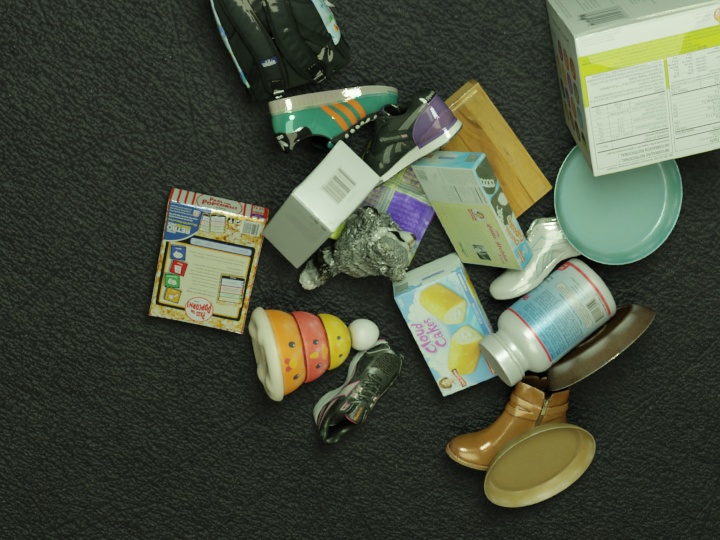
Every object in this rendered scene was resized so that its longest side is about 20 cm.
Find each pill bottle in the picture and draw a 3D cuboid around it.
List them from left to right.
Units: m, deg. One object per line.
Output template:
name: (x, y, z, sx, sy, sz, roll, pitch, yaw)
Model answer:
pill bottle: (0.280, 0.081, 1.712, 0.199, 0.109, 0.109, -37, 115, -6)

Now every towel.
towel: (0.050, -0.108, 1.690, 0.142, 0.023, 0.201, 23, 115, -13)

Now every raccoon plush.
raccoon plush: (0.000, 0.000, 1.658, 0.096, 0.134, 0.200, 36, 112, -20)

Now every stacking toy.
stacking toy: (-0.066, 0.110, 1.762, 0.198, 0.146, 0.148, -13, 119, -14)

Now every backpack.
backpack: (-0.124, -0.350, 1.503, 0.161, 0.155, 0.200, -20, 141, 16)

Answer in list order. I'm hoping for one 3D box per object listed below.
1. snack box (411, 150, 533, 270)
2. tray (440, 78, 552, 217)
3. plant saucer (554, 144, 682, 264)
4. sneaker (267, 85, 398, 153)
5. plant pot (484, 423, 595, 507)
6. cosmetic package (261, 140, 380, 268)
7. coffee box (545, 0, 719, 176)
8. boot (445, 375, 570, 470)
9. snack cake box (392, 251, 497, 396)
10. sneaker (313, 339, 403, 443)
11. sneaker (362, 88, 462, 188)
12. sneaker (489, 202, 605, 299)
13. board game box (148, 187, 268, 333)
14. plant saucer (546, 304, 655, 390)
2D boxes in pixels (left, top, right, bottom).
snack box: (0.163, -0.086, 1.640, 0.115, 0.037, 0.201, 9, 141, 43)
tray: (0.184, -0.166, 1.642, 0.098, 0.037, 0.200, -39, 112, 2)
plant saucer: (0.375, -0.110, 1.661, 0.197, 0.027, 0.203, -1, 97, -10)
sneaker: (-0.033, -0.209, 1.572, 0.198, 0.071, 0.081, -13, 97, -26)
plant pot: (0.290, 0.314, 1.853, 0.197, 0.028, 0.202, -12, 135, -13)
cosmetic package: (-0.059, -0.089, 1.583, 0.081, 0.200, 0.113, 43, 66, -5)
coffee box: (0.374, -0.270, 1.512, 0.197, 0.200, 0.200, -13, 118, 5)
boot: (0.244, 0.246, 1.841, 0.197, 0.077, 0.157, 3, 124, -9)
snack cake box: (0.140, 0.085, 1.768, 0.114, 0.067, 0.201, -23, 116, 10)
sneaker: (0.001, 0.206, 1.817, 0.080, 0.087, 0.201, 30, 113, -17)
sneaker: (0.044, -0.187, 1.587, 0.199, 0.076, 0.088, -31, 106, 33)
sneaker: (0.270, -0.033, 1.714, 0.199, 0.071, 0.080, -37, 108, 9)
board game box: (-0.232, -0.012, 1.721, 0.150, 0.046, 0.202, 12, 117, -8)
plant saucer: (0.358, 0.110, 1.722, 0.199, 0.200, 0.032, -36, 92, 16)
